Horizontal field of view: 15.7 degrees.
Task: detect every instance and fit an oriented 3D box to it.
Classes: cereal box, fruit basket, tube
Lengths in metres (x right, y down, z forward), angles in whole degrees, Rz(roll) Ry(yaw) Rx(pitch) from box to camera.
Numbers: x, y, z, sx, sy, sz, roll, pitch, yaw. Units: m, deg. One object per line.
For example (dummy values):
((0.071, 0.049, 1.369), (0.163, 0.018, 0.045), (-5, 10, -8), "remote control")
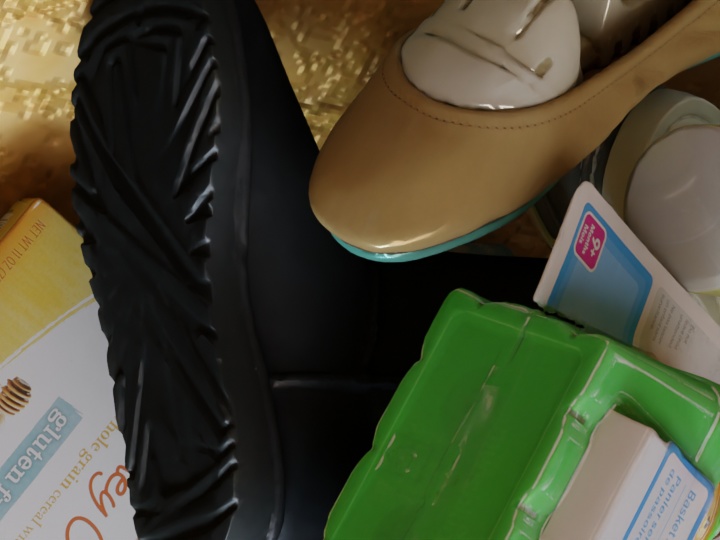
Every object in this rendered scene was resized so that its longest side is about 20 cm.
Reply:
((-0.079, 0.094, 0.854), (0.200, 0.039, 0.144), (41, 80, -13), "cereal box")
((0.075, 0.101, 0.771), (0.200, 0.093, 0.186), (42, 72, -40), "fruit basket")
((0.151, -0.017, 0.862), (0.058, 0.052, 0.200), (-43, 158, 21), "tube")

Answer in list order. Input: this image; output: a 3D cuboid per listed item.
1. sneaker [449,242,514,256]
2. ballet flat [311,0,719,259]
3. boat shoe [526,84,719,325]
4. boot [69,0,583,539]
((0.011, 0.017, 0.907), (0.199, 0.074, 0.082), (30, 83, -31), "sneaker")
((0.058, -0.074, 0.776), (0.200, 0.068, 0.063), (-35, 142, -37), "ballet flat")
((0.108, -0.011, 0.904), (0.072, 0.060, 0.202), (-63, 149, -12), "boat shoe")
((0.000, 0.000, 0.822), (0.167, 0.202, 0.076), (3, 164, -42), "boot")
